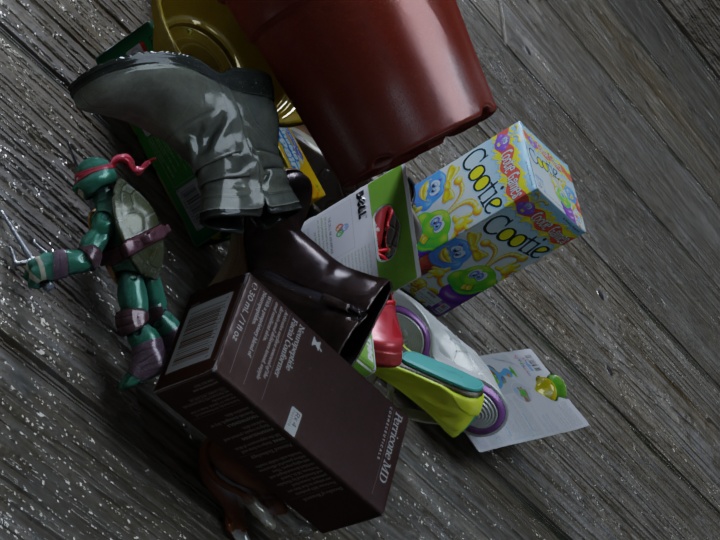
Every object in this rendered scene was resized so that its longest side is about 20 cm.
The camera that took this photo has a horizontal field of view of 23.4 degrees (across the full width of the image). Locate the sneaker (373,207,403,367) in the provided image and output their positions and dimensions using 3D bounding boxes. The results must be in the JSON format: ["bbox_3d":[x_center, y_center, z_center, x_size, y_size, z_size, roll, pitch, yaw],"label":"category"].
[{"bbox_3d":[0.000,0.000,1.642,0.078,0.116,0.200,6,26,-27],"label":"sneaker"}]

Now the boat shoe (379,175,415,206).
[{"bbox_3d":[0.013,-0.052,1.847,0.200,0.060,0.074,-53,127,-65],"label":"boat shoe"}]

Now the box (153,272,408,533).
[{"bbox_3d":[-0.058,0.106,1.352,0.200,0.075,0.101,44,44,-30],"label":"box"}]

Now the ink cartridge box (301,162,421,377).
[{"bbox_3d":[-0.013,0.019,1.546,0.076,0.199,0.148,40,30,-37],"label":"ink cartridge box"}]

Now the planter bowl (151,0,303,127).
[{"bbox_3d":[-0.123,-0.199,1.545,0.200,0.083,0.201,24,51,-34],"label":"planter bowl"}]

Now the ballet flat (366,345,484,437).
[{"bbox_3d":[0.028,0.097,1.687,0.199,0.067,0.067,31,23,21],"label":"ballet flat"}]

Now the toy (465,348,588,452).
[{"bbox_3d":[0.151,0.149,1.896,0.199,0.047,0.115,-9,54,-45],"label":"toy"}]

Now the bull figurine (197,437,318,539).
[{"bbox_3d":[-0.053,0.157,1.443,0.199,0.065,0.122,-20,80,-46],"label":"bull figurine"}]

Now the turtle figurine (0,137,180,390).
[{"bbox_3d":[-0.197,-0.013,1.356,0.150,0.100,0.201,-29,97,-61],"label":"turtle figurine"}]

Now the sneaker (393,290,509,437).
[{"bbox_3d":[0.069,0.090,1.794,0.200,0.075,0.100,46,11,-7],"label":"sneaker"}]

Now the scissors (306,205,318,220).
[{"bbox_3d":[-0.095,-0.110,1.774,0.201,0.014,0.073,60,26,3],"label":"scissors"}]

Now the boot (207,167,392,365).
[{"bbox_3d":[-0.041,0.001,1.490,0.201,0.166,0.073,-61,145,-29],"label":"boot"}]

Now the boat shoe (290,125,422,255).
[{"bbox_3d":[-0.018,-0.092,1.763,0.200,0.076,0.072,38,25,-14],"label":"boat shoe"}]

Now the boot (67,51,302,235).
[{"bbox_3d":[-0.129,-0.097,1.373,0.199,0.068,0.131,1,69,-43],"label":"boot"}]

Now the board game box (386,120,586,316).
[{"bbox_3d":[0.131,-0.055,1.922,0.105,0.199,0.103,36,32,-41],"label":"board game box"}]

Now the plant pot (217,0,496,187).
[{"bbox_3d":[0.008,-0.187,1.462,0.196,0.200,0.201,64,23,0],"label":"plant pot"}]

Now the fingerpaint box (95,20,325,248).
[{"bbox_3d":[-0.137,-0.134,1.638,0.201,0.073,0.167,62,24,5],"label":"fingerpaint box"}]
